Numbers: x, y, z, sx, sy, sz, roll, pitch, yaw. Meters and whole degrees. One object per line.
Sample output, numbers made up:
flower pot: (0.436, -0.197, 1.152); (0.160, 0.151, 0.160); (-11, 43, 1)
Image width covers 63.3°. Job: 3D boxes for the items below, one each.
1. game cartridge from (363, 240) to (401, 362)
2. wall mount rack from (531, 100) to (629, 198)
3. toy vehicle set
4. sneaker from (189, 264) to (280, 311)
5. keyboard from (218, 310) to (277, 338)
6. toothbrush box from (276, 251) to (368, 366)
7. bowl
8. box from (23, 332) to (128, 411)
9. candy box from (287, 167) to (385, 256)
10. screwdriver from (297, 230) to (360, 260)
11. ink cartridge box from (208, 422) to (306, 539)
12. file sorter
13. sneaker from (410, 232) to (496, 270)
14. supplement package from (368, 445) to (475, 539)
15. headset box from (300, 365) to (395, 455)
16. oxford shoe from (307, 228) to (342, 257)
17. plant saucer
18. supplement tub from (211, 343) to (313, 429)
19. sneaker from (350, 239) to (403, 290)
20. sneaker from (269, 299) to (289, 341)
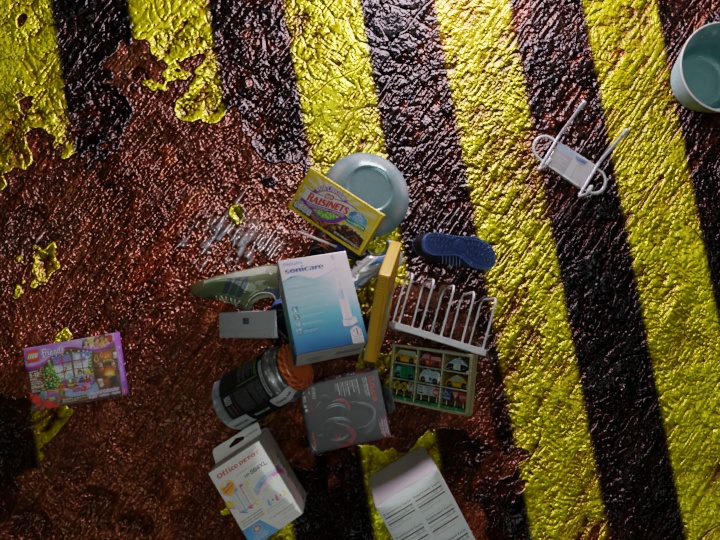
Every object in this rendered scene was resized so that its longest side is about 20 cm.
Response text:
game cartridge: (0.049, 0.058, 1.204); (0.032, 0.177, 0.202); (14, 119, 6)
wall mount rack: (0.501, -0.270, 1.326); (0.199, 0.075, 0.175); (32, 86, -1)
toy vehicle set: (0.151, 0.231, 1.253); (0.198, 0.026, 0.126); (3, 86, 37)
sneaker: (-0.269, 0.051, 1.282); (0.198, 0.067, 0.091); (-13, 83, -6)
keyboard: (-0.242, 0.115, 1.243); (0.198, 0.011, 0.057); (-6, 81, 42)
toothbrush box: (-0.081, 0.075, 1.181); (0.145, 0.085, 0.202); (-10, 68, -15)
bowl: (0.796, -0.443, 1.332); (0.198, 0.105, 0.204); (0, 87, -3)
box: (-0.619, 0.220, 1.274); (0.197, 0.039, 0.139); (-10, 87, -3)
candy box: (-0.053, -0.127, 1.255); (0.199, 0.026, 0.103); (34, 95, 14)
screwdriver: (-0.060, -0.055, 1.250); (0.029, 0.199, 0.028); (8, 81, 37)
ink cartridge box: (-0.221, 0.442, 1.237); (0.128, 0.125, 0.201); (-32, 90, -3)
file sorter: (0.175, 0.094, 1.266); (0.198, 0.139, 0.126); (16, 84, -2)
sneaker: (0.208, -0.045, 1.312); (0.198, 0.078, 0.071); (14, 84, -23)
supplement package: (0.130, 0.510, 1.216); (0.146, 0.191, 0.201); (-29, 88, -4)
headset box: (-0.025, 0.300, 1.277); (0.197, 0.075, 0.151); (-11, 87, -2)
oxford shoe: (-0.072, -0.057, 1.293); (0.070, 0.073, 0.202); (21, 86, 0)
plant saucer: (0.018, -0.175, 1.296); (0.198, 0.039, 0.204); (3, 76, -12)
supplement tub: (-0.202, 0.239, 1.218); (0.199, 0.122, 0.123); (-31, 89, 22)
sneaker: (0.000, 0.000, 1.293); (0.199, 0.072, 0.073); (-31, 100, -9)
sneaker: (-0.111, 0.138, 1.257); (0.199, 0.078, 0.070); (29, 112, -11)
